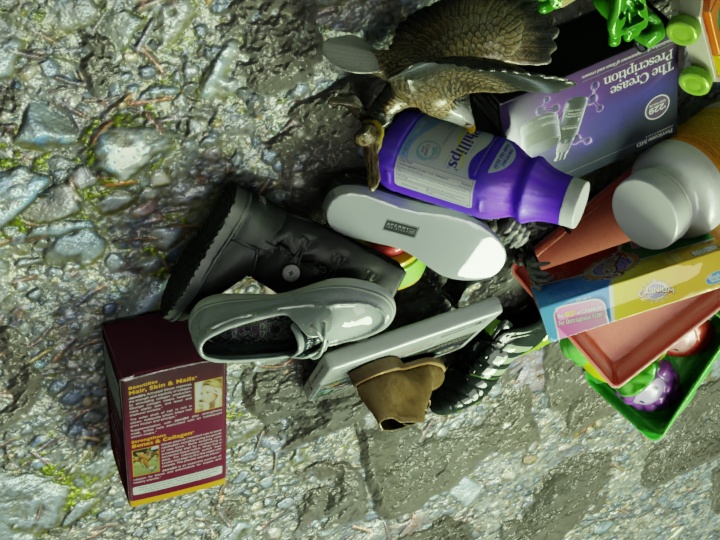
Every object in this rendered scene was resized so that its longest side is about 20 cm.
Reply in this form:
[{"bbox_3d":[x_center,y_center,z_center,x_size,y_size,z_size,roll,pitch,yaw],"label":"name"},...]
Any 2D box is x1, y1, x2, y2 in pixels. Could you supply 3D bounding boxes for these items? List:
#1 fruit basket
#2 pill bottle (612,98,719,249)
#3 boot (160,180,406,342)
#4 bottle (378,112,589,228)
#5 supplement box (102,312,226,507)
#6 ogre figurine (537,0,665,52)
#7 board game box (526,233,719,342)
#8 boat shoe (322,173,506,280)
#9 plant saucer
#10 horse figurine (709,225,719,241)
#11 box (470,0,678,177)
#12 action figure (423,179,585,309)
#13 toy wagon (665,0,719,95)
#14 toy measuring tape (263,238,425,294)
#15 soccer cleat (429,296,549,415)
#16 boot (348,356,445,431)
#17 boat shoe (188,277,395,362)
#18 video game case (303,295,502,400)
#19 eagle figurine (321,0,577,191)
[{"bbox_3d":[0.353,0.100,1.523,0.215,0.155,0.216,-32,147,-24],"label":"fruit basket"},{"bbox_3d":[0.362,-0.103,1.310,0.200,0.111,0.111,-33,142,-32],"label":"pill bottle"},{"bbox_3d":[-0.076,0.019,1.213,0.200,0.066,0.165,25,117,-25],"label":"boot"},{"bbox_3d":[0.117,-0.091,1.167,0.084,0.200,0.065,-56,156,-36],"label":"bottle"},{"bbox_3d":[-0.204,0.143,1.276,0.110,0.086,0.200,-12,134,-20],"label":"supplement box"},{"bbox_3d":[0.192,-0.275,1.097,0.200,0.120,0.098,4,131,-30],"label":"ogre figurine"},{"bbox_3d":[0.286,0.009,1.317,0.200,0.153,0.040,-19,101,6],"label":"board game box"},{"bbox_3d":[0.056,-0.050,1.227,0.200,0.057,0.069,20,120,-18],"label":"boat shoe"},{"bbox_3d":[0.309,0.003,1.412,0.200,0.037,0.200,-40,101,12],"label":"plant saucer"},{"bbox_3d":[0.444,-0.062,1.435,0.200,0.050,0.133,-36,180,19],"label":"horse figurine"},{"bbox_3d":[0.218,-0.172,1.238,0.200,0.079,0.141,-24,139,-9],"label":"box"},{"bbox_3d":[0.167,-0.034,1.316,0.200,0.102,0.119,-36,129,8],"label":"action figure"},{"bbox_3d":[0.343,-0.275,1.180,0.155,0.040,0.200,-60,143,-24],"label":"toy wagon"},{"bbox_3d":[0.000,0.000,1.274,0.200,0.074,0.074,-22,136,-11],"label":"toy measuring tape"},{"bbox_3d":[0.154,0.094,1.455,0.200,0.068,0.081,-37,131,-4],"label":"soccer cleat"},{"bbox_3d":[0.050,0.139,1.352,0.074,0.076,0.200,-28,168,20],"label":"boot"},{"bbox_3d":[-0.062,0.058,1.157,0.200,0.072,0.070,-5,123,-8],"label":"boat shoe"},{"bbox_3d":[0.042,0.088,1.346,0.200,0.023,0.182,-18,167,-14],"label":"video game case"},{"bbox_3d":[0.080,-0.178,1.102,0.200,0.152,0.151,-31,164,23],"label":"eagle figurine"}]
